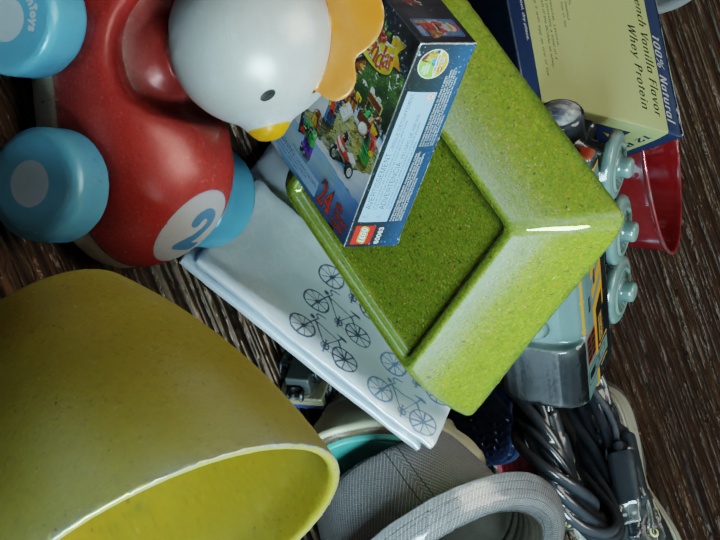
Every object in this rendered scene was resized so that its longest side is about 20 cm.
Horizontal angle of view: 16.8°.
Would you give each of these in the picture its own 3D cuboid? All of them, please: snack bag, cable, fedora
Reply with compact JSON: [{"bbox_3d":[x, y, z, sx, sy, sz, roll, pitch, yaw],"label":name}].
[{"bbox_3d":[0.000,0.000,1.514,0.188,0.021,0.200,38,37,-4],"label":"snack bag"},{"bbox_3d":[0.139,0.097,1.677,0.163,0.051,0.200,28,47,-56],"label":"cable"},{"bbox_3d":[0.035,0.168,1.509,0.090,0.177,0.200,55,-9,30],"label":"fedora"}]

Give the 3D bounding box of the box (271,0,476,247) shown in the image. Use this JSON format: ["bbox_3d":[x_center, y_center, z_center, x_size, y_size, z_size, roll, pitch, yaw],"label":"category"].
[{"bbox_3d":[-0.017,-0.128,1.375,0.038,0.137,0.200,-3,40,-32],"label":"box"}]

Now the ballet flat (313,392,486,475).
[{"bbox_3d":[0.014,0.104,1.564,0.200,0.069,0.070,27,56,-59],"label":"ballet flat"}]

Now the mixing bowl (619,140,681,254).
[{"bbox_3d":[0.177,-0.106,1.861,0.200,0.108,0.201,-7,90,-74],"label":"mixing bowl"}]

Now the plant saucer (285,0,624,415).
[{"bbox_3d":[0.036,-0.041,1.408,0.048,0.200,0.200,-17,63,-39],"label":"plant saucer"}]

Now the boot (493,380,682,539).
[{"bbox_3d":[0.167,0.188,1.794,0.154,0.073,0.204,-11,83,-60],"label":"boot"}]

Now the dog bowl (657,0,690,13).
[{"bbox_3d":[0.178,-0.256,1.855,0.200,0.200,0.059,36,60,-51],"label":"dog bowl"}]

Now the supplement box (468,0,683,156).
[{"bbox_3d":[0.095,-0.175,1.643,0.200,0.134,0.201,7,69,-52],"label":"supplement box"}]

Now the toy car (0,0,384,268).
[{"bbox_3d":[-0.076,-0.101,1.322,0.184,0.200,0.177,1,79,-61],"label":"toy car"}]

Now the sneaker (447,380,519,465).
[{"bbox_3d":[0.067,0.051,1.650,0.200,0.070,0.078,63,33,-45],"label":"sneaker"}]

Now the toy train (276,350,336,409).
[{"bbox_3d":[-0.014,0.022,1.567,0.200,0.034,0.046,-67,156,-47],"label":"toy train"}]

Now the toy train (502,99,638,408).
[{"bbox_3d":[0.126,-0.008,1.546,0.114,0.085,0.200,-63,155,-44],"label":"toy train"}]

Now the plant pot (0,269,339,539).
[{"bbox_3d":[-0.131,0.085,1.197,0.200,0.200,0.142,14,41,-59],"label":"plant pot"}]
